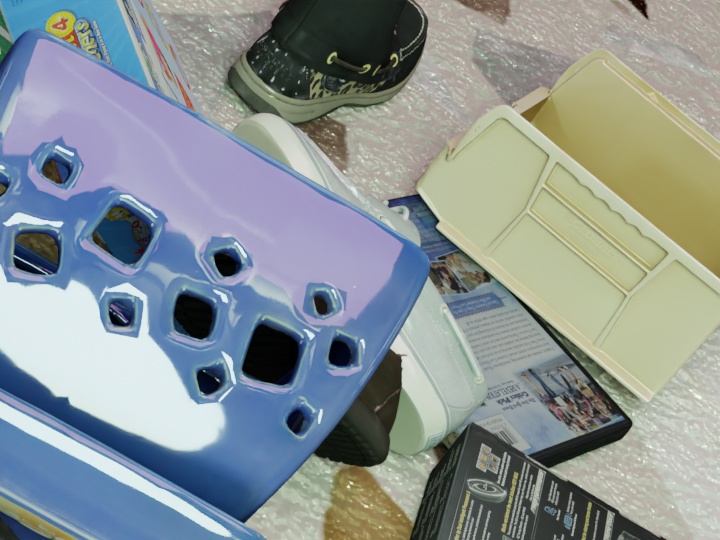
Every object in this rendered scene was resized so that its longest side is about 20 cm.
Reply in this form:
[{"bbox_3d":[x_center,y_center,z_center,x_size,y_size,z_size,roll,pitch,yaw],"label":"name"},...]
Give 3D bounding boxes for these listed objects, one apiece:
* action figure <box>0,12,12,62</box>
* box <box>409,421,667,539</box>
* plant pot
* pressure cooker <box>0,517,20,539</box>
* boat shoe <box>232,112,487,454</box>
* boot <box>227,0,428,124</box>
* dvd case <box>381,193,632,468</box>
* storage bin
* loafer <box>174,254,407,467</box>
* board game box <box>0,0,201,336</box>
[{"bbox_3d":[-0.231,-0.146,1.249,0.200,0.055,0.118,41,30,-5],"label":"action figure"},{"bbox_3d":[0.095,0.183,1.130,0.160,0.044,0.200,31,32,-7],"label":"box"},{"bbox_3d":[-0.114,0.050,0.952,0.200,0.200,0.180,30,59,-9],"label":"plant pot"},{"bbox_3d":[-0.206,0.170,0.748,0.176,0.179,0.200,21,29,15],"label":"pressure cooker"},{"bbox_3d":[0.001,0.000,1.217,0.071,0.070,0.201,-29,89,-37],"label":"boat shoe"},{"bbox_3d":[0.014,-0.178,1.423,0.073,0.154,0.204,43,33,11],"label":"boot"},{"bbox_3d":[0.053,0.036,1.308,0.200,0.018,0.143,48,34,21],"label":"dvd case"},{"bbox_3d":[0.161,-0.038,1.417,0.199,0.094,0.200,41,27,8],"label":"storage bin"},{"bbox_3d":[-0.033,0.019,1.101,0.073,0.200,0.071,8,60,27],"label":"loafer"},{"bbox_3d":[-0.118,-0.081,1.139,0.196,0.056,0.200,63,3,-59],"label":"board game box"}]
